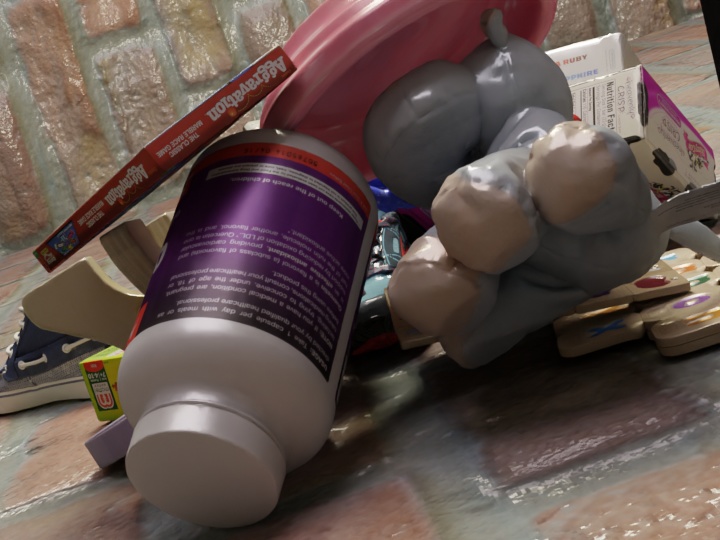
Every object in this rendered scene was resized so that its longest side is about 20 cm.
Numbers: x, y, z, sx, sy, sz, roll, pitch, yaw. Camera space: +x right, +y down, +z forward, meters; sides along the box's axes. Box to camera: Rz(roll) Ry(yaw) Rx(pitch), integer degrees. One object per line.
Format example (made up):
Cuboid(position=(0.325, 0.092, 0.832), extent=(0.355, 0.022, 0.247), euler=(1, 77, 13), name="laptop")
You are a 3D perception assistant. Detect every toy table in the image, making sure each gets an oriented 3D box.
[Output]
Cuboid(position=(-0.109, 0.021, 0.953), extent=(0.199, 0.118, 0.184), euler=(-32, 2, -6), name="toy table")

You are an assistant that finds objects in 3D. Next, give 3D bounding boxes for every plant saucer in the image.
Cuboid(position=(0.021, -0.122, 0.892), extent=(0.199, 0.051, 0.201), euler=(-30, -17, -10), name="plant saucer")

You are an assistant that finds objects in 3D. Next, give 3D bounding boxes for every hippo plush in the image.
Cuboid(position=(0.084, -0.066, 0.804), extent=(0.199, 0.162, 0.160), euler=(-22, -28, -6), name="hippo plush")

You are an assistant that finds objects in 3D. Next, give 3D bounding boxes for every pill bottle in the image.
Cuboid(position=(-0.059, 0.028, 0.793), extent=(0.112, 0.113, 0.201), euler=(-14, 41, 27), name="pill bottle")

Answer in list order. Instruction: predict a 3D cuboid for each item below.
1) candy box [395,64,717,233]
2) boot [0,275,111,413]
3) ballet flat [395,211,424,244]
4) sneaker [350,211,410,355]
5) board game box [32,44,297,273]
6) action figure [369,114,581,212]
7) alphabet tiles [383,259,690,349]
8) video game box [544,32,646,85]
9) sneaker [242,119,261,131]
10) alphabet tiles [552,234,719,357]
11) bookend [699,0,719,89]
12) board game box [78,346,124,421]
Cuboid(position=(0.138, -0.067, 1.093), extent=(0.199, 0.062, 0.136), euler=(-12, -28, 30), name="candy box")
Cuboid(position=(-0.259, 0.060, 1.257), extent=(0.199, 0.091, 0.073), euler=(-12, 11, 35), name="boot")
Cuboid(position=(0.003, -0.043, 1.195), extent=(0.199, 0.067, 0.057), euler=(18, 25, -25), name="ballet flat")
Cuboid(position=(0.000, 0.000, 1.069), extent=(0.079, 0.096, 0.200), euler=(-18, 10, 3), name="sneaker")
Cuboid(position=(-0.116, -0.059, 0.863), extent=(0.103, 0.019, 0.200), euler=(-44, 8, -31), name="board game box")
Cuboid(position=(0.061, -0.042, 1.004), extent=(0.199, 0.099, 0.065), euler=(-21, 26, 17), name="action figure")
Cuboid(position=(0.097, 0.004, 0.942), extent=(0.166, 0.008, 0.200), euler=(-12, 13, -1), name="alphabet tiles")
Cuboid(position=(0.144, -0.096, 1.161), extent=(0.181, 0.047, 0.200), euler=(-9, -25, 26), name="video game box")
Cuboid(position=(-0.042, -0.098, 1.112), extent=(0.087, 0.076, 0.200), euler=(17, 44, 26), name="sneaker")
Cuboid(position=(0.204, 0.009, 0.870), extent=(0.194, 0.015, 0.200), euler=(-19, 9, 6), name="alphabet tiles")
Cuboid(position=(0.260, -0.087, 0.688), extent=(0.092, 0.202, 0.198), euler=(-22, 14, -22), name="bookend")
Cuboid(position=(-0.101, 0.049, 1.137), extent=(0.101, 0.048, 0.199), euler=(-10, 13, 41), name="board game box")
